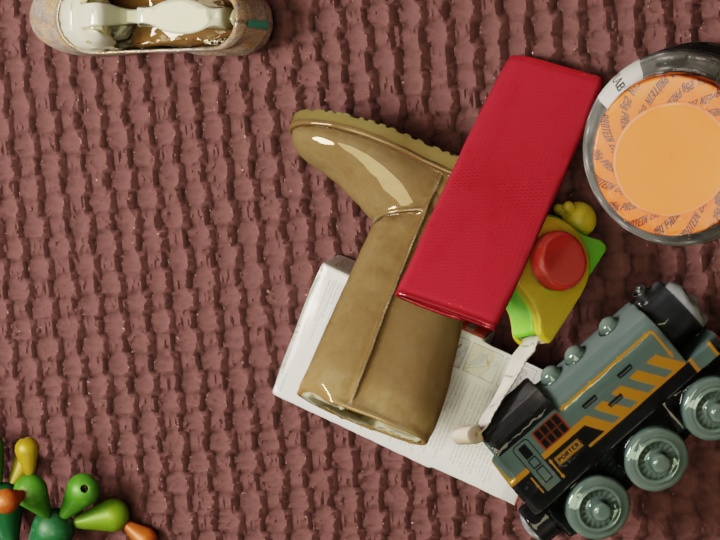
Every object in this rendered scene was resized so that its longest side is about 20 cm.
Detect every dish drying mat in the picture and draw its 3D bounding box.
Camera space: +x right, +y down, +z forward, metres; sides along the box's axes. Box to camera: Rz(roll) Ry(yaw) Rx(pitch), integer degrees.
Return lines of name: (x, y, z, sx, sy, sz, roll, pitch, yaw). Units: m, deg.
dish drying mat: (0.098, -0.057, 1.164, 0.077, 0.018, 0.201, 19, 72, 19)

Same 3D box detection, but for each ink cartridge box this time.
ink cartridge box: (0.046, 0.080, 1.243, 0.199, 0.050, 0.109, 24, 104, 10)

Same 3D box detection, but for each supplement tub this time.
supplement tub: (0.211, -0.084, 1.088, 0.122, 0.200, 0.123, 3, 100, 16)

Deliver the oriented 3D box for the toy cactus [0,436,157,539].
toy cactus: (-0.257, 0.227, 1.342, 0.200, 0.102, 0.165, 41, 118, -3)

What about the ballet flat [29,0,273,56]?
ballet flat: (-0.165, -0.191, 1.248, 0.199, 0.067, 0.068, 1, 99, 16)

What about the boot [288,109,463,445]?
boot: (0.000, 0.000, 1.189, 0.174, 0.066, 0.201, 19, 77, 10)

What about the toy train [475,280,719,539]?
toy train: (0.175, 0.098, 1.166, 0.200, 0.085, 0.114, -41, 105, 2)

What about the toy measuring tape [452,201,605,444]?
toy measuring tape: (0.104, 0.024, 1.168, 0.073, 0.074, 0.200, 32, 68, 9)
